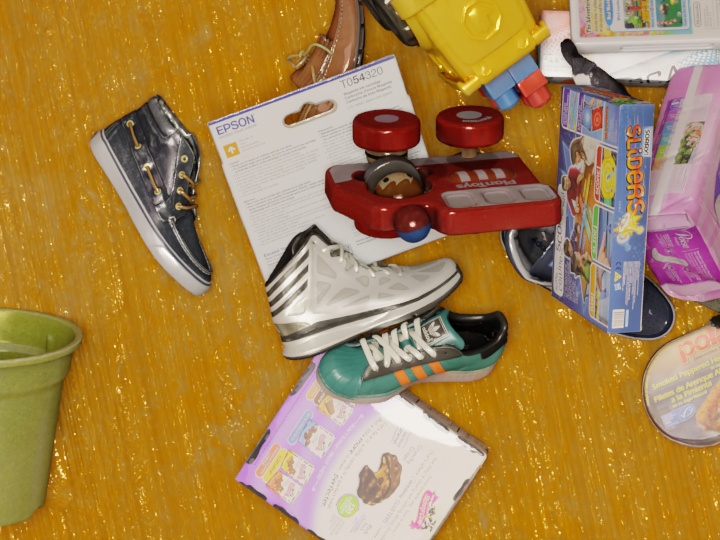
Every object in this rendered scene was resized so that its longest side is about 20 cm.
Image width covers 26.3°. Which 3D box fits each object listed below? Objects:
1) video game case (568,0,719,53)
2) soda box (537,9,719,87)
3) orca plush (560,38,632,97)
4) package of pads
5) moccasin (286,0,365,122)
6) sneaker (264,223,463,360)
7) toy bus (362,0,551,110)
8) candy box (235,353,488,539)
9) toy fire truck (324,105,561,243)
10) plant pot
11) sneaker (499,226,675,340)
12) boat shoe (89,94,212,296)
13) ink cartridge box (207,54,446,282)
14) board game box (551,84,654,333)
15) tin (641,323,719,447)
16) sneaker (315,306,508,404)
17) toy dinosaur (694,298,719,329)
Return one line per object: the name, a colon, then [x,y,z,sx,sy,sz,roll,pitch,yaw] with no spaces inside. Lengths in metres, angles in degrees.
video game case: [0.292,-0.305,1.503,0.180,0.024,0.202,-1,68,5]
soda box: [0.274,-0.217,1.524,0.198,0.064,0.069,3,91,7]
orca plush: [0.247,-0.146,1.501,0.071,0.105,0.201,-48,119,-28]
package of pads: [0.318,-0.083,1.447,0.075,0.121,0.201,-6,47,36]
moccasin: [-0.043,-0.188,1.559,0.077,0.074,0.203,15,102,-2]
sneaker: [0.000,0.000,1.504,0.199,0.076,0.116,-22,98,-17]
toy bus: [0.106,-0.237,1.493,0.135,0.200,0.192,-37,106,0]
candy box: [0.003,0.194,1.556,0.199,0.072,0.168,35,94,5]
toy fire truck: [0.072,-0.075,1.433,0.198,0.168,0.113,-4,113,-10]
plant pot: [-0.381,0.151,1.553,0.198,0.200,0.186,4,103,6]
sneaker: [0.221,0.008,1.510,0.199,0.108,0.070,33,95,5]
boat shoe: [-0.190,-0.078,1.572,0.091,0.071,0.201,-34,85,10]
ink cartridge box: [-0.029,-0.094,1.521,0.195,0.043,0.201,-19,113,-1]
board game box: [0.215,-0.058,1.385,0.034,0.135,0.202,-3,105,-15]
tin: [0.374,0.099,1.532,0.199,0.042,0.113,-24,92,6]
sneaker: [0.053,0.073,1.505,0.198,0.080,0.072,-10,57,-24]
toy dinosaur: [0.339,-0.003,1.494,0.102,0.077,0.200,-43,74,-15]
